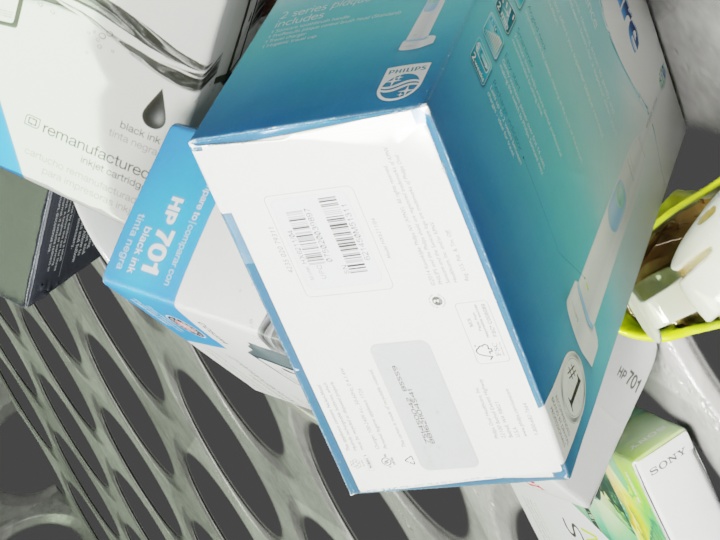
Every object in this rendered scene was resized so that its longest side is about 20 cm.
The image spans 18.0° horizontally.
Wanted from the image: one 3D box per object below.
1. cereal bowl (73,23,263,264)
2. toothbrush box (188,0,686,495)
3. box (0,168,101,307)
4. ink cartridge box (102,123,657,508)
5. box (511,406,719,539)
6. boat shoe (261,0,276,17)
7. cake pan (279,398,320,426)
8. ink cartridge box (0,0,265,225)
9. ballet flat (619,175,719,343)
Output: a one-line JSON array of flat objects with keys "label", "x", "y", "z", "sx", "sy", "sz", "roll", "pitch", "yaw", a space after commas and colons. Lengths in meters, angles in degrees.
[{"label": "cereal bowl", "x": -0.062, "y": -0.055, "z": 1.235, "sx": 0.199, "sy": 0.083, "sz": 0.201, "roll": 19, "pitch": 131, "yaw": 22}, {"label": "toothbrush box", "x": 0.037, "y": -0.046, "z": 0.767, "sx": 0.085, "sy": 0.201, "sz": 0.147, "roll": -6, "pitch": 126, "yaw": 27}, {"label": "box", "x": -0.201, "y": -0.084, "z": 1.375, "sx": 0.147, "sy": 0.200, "sz": 0.105, "roll": 25, "pitch": 121, "yaw": 13}, {"label": "ink cartridge box", "x": 0.009, "y": 0.019, "z": 1.003, "sx": 0.199, "sy": 0.086, "sz": 0.146, "roll": 19, "pitch": 168, "yaw": 35}, {"label": "box", "x": 0.130, "y": 0.124, "z": 1.130, "sx": 0.145, "sy": 0.036, "sz": 0.200, "roll": 63, "pitch": 164, "yaw": -17}, {"label": "boat shoe", "x": -0.107, "y": -0.209, "z": 1.169, "sx": 0.200, "sy": 0.070, "sz": 0.070, "roll": 52, "pitch": 163, "yaw": 23}, {"label": "cake pan", "x": 0.000, "y": 0.000, "z": 1.143, "sx": 0.199, "sy": 0.037, "sz": 0.202, "roll": 20, "pitch": 132, "yaw": 24}, {"label": "ink cartridge box", "x": -0.120, "y": -0.141, "z": 1.050, "sx": 0.145, "sy": 0.084, "sz": 0.201, "roll": 24, "pitch": 124, "yaw": 8}, {"label": "ballet flat", "x": 0.133, "y": -0.004, "z": 0.792, "sx": 0.067, "sy": 0.067, "sz": 0.200, "roll": 58, "pitch": 166, "yaw": 0}]
